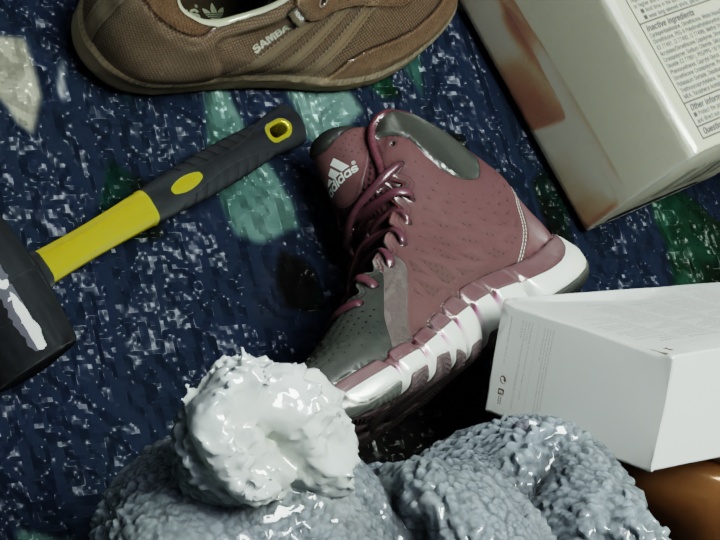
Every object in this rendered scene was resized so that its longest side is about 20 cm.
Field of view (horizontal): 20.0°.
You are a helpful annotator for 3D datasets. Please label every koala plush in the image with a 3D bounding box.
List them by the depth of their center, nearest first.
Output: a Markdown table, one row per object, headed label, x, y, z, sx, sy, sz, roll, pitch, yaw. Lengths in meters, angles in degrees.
| label | x | y | z | sx | sy | sz | roll | pitch | yaw |
| --- | --- | --- | --- | --- | --- | --- | --- | --- | --- |
| koala plush | -0.008 | 0.112 | 0.700 | 0.199 | 0.177 | 0.185 | 22 | 45 | -22 |

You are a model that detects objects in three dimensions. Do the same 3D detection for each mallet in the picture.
| label | x | y | z | sx | sy | sz | roll | pitch | yaw |
| --- | --- | --- | --- | --- | --- | --- | --- | --- | --- |
| mallet | -0.094 | -0.029 | 0.793 | 0.066 | 0.041 | 0.200 | 51 | 46 | -5 |

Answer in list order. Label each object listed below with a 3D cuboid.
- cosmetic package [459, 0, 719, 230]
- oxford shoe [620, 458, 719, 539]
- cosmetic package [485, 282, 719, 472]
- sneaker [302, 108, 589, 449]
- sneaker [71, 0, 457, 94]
| label | x | y | z | sx | sy | sz | roll | pitch | yaw |
| --- | --- | --- | --- | --- | --- | --- | --- | --- | --- |
| cosmetic package | 0.111 | -0.134 | 0.945 | 0.103 | 0.087 | 0.201 | -20 | 80 | -38 |
| oxford shoe | 0.179 | 0.143 | 0.863 | 0.200 | 0.071 | 0.071 | 42 | 58 | -9 |
| cosmetic package | 0.144 | 0.041 | 0.847 | 0.199 | 0.082 | 0.051 | -3 | 105 | -50 |
| sneaker | 0.000 | 0.000 | 0.822 | 0.116 | 0.076 | 0.200 | 53 | 39 | 7 |
| sneaker | -0.022 | -0.118 | 0.856 | 0.199 | 0.075 | 0.071 | -18 | 77 | -38 |
